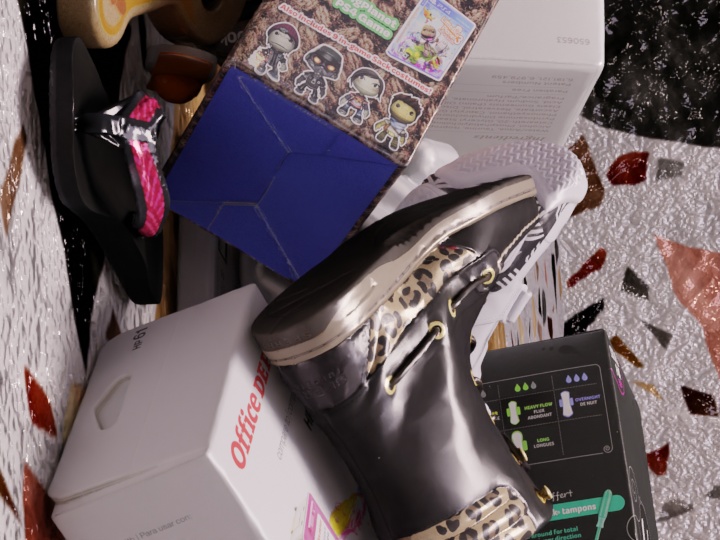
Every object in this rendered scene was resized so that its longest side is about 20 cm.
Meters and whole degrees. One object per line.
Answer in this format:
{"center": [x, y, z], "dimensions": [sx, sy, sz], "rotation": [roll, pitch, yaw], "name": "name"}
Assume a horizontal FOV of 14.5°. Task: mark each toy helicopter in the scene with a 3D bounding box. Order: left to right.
{"center": [-0.097, -0.133, 1.349], "dimensions": [0.200, 0.079, 0.132], "rotation": [-38, 134, -66], "name": "toy helicopter"}

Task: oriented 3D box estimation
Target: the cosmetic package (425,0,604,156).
{"center": [0.048, -0.162, 1.721], "dimensions": [0.200, 0.166, 0.167], "rotation": [110, -19, -69], "name": "cosmetic package"}

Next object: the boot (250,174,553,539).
{"center": [0.042, 0.049, 1.320], "dimensions": [0.200, 0.073, 0.151], "rotation": [-36, 105, -53], "name": "boot"}

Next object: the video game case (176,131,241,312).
{"center": [-0.070, 0.050, 1.531], "dimensions": [0.182, 0.023, 0.200], "rotation": [64, 23, -66], "name": "video game case"}

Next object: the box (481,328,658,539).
{"center": [0.099, 0.156, 1.546], "dimensions": [0.149, 0.124, 0.200], "rotation": [61, 19, -64], "name": "box"}

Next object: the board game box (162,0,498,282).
{"center": [-0.001, -0.117, 1.395], "dimensions": [0.200, 0.097, 0.159], "rotation": [-61, -175, -29], "name": "board game box"}

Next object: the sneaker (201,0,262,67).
{"center": [-0.059, -0.169, 1.518], "dimensions": [0.200, 0.071, 0.098], "rotation": [78, 10, -48], "name": "sneaker"}

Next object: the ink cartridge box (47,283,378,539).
{"center": [-0.046, 0.129, 1.278], "dimensions": [0.200, 0.085, 0.145], "rotation": [58, 21, -24], "name": "ink cartridge box"}

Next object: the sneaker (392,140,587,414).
{"center": [0.045, 0.027, 1.447], "dimensions": [0.075, 0.200, 0.115], "rotation": [40, -11, 42], "name": "sneaker"}

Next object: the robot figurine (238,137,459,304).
{"center": [0.000, 0.000, 1.555], "dimensions": [0.170, 0.113, 0.200], "rotation": [-54, 170, 2], "name": "robot figurine"}

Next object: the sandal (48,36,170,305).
{"center": [-0.103, -0.046, 1.291], "dimensions": [0.200, 0.045, 0.075], "rotation": [67, 22, -64], "name": "sandal"}
